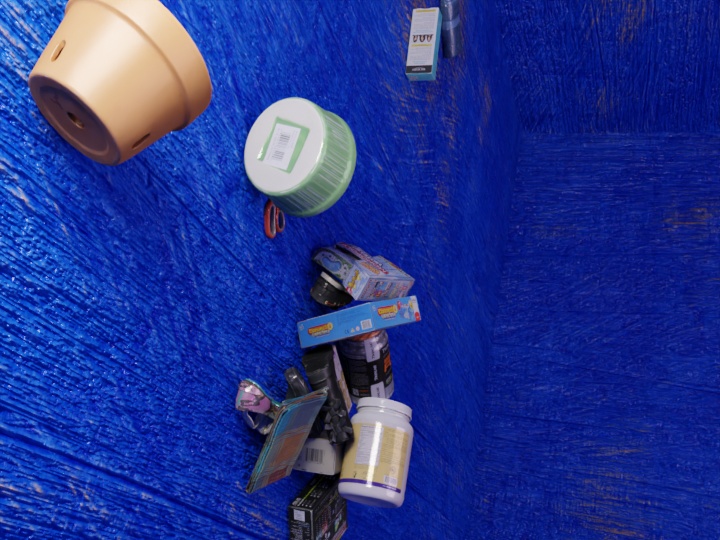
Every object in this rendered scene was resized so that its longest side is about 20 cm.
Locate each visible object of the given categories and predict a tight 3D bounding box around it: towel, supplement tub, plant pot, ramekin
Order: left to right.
[{"bbox_3d":[-0.296,-0.223,0.929,0.141,0.197,0.202,-55,146,-26],"label":"plant pot"},{"bbox_3d":[-0.140,0.327,1.490,0.146,0.021,0.204,-6,123,-59],"label":"towel"},{"bbox_3d":[-0.114,-0.207,1.386,0.097,0.196,0.205,25,70,-59],"label":"ramekin"},{"bbox_3d":[0.014,0.214,1.874,0.123,0.120,0.204,-54,142,-54],"label":"supplement tub"},{"bbox_3d":[0.036,0.387,1.649,0.146,0.142,0.205,55,42,-58],"label":"supplement tub"},{"bbox_3d":[0.303,-0.816,2.579,0.112,0.047,0.204,-53,142,-54],"label":"towel"}]

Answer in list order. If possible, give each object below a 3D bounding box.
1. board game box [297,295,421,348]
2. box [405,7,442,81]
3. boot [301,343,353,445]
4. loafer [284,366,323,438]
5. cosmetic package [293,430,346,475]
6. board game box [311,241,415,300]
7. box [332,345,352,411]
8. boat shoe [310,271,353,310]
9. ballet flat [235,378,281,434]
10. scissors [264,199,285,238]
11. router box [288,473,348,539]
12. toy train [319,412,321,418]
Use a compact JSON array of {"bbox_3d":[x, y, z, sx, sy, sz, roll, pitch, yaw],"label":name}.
[{"bbox_3d":[-0.001,0.109,1.662,0.194,0.197,0.057,-5,80,-57],"label":"board game box"},{"bbox_3d":[0.184,-0.654,2.245,0.049,0.080,0.205,31,65,-67],"label":"box"},{"bbox_3d":[-0.064,0.259,1.629,0.199,0.072,0.166,-107,177,-76],"label":"boot"},{"bbox_3d":[-0.127,0.277,1.579,0.068,0.069,0.203,-124,-165,-45],"label":"loafer"},{"bbox_3d":[-0.063,0.399,1.726,0.199,0.101,0.075,13,80,-70],"label":"cosmetic package"},{"bbox_3d":[0.000,0.000,1.697,0.063,0.198,0.199,-59,165,15],"label":"board game box"},{"bbox_3d":[-0.061,0.258,1.797,0.042,0.038,0.203,-64,150,-46],"label":"box"},{"bbox_3d":[-0.062,0.051,1.738,0.064,0.073,0.201,-55,165,2],"label":"boat shoe"},{"bbox_3d":[-0.182,0.266,1.459,0.072,0.068,0.200,-61,150,-14],"label":"ballet flat"},{"bbox_3d":[-0.164,-0.166,1.496,0.073,0.014,0.206,-18,111,-66],"label":"scissors"},{"bbox_3d":[-0.091,0.552,1.730,0.200,0.061,0.154,-30,120,-65],"label":"router box"},{"bbox_3d":[-0.090,0.304,1.719,0.200,0.045,0.035,51,47,-61],"label":"toy train"}]
